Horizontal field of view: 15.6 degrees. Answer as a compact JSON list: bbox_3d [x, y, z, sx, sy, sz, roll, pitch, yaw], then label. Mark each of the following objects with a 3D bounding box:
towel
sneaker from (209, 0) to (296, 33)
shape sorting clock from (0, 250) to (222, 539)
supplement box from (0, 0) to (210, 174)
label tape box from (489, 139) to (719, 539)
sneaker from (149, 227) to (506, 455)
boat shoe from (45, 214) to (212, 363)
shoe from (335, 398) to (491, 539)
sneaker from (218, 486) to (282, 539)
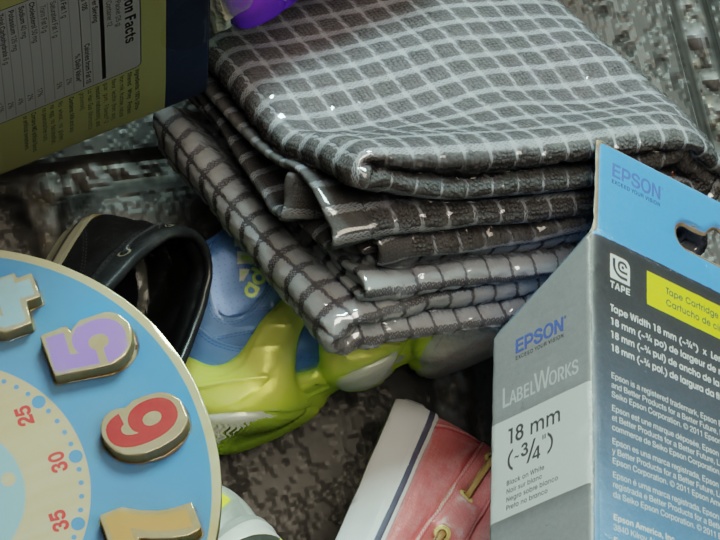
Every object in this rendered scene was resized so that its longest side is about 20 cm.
[{"bbox_3d":[0.032,-0.057,1.107,0.199,0.086,0.166,-9,39,-30],"label":"towel"},{"bbox_3d":[-0.012,-0.159,1.091,0.099,0.200,0.070,-7,113,13],"label":"sneaker"},{"bbox_3d":[-0.149,0.082,0.940,0.198,0.039,0.202,-2,65,4],"label":"shape sorting clock"},{"bbox_3d":[-0.185,-0.144,1.018,0.199,0.134,0.201,-22,68,-15],"label":"supplement box"},{"bbox_3d":[0.124,0.070,1.053,0.144,0.063,0.201,24,54,-33],"label":"label tape box"},{"bbox_3d":[0.000,0.000,1.132,0.199,0.076,0.106,-20,78,-21],"label":"sneaker"},{"bbox_3d":[-0.106,0.049,1.027,0.201,0.062,0.075,-70,144,-46],"label":"boat shoe"},{"bbox_3d":[0.022,0.148,1.075,0.090,0.072,0.201,24,53,1],"label":"shoe"},{"bbox_3d":[-0.123,0.153,1.055,0.199,0.076,0.076,-28,43,-15],"label":"sneaker"}]
